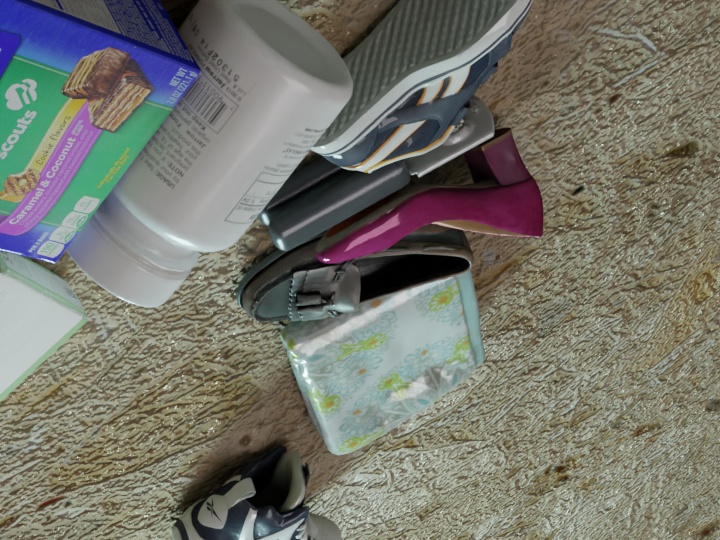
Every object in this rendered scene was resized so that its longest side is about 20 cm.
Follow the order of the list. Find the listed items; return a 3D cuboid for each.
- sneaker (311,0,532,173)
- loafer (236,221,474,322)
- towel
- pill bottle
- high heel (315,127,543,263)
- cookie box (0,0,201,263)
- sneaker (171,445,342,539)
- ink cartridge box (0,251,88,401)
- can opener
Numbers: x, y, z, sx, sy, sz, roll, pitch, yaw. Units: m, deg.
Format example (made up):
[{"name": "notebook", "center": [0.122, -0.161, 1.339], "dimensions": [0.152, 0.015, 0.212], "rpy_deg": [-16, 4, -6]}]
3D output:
[{"name": "sneaker", "center": [0.049, -0.144, 1.176], "dimensions": [0.199, 0.079, 0.079], "rpy_deg": [-35, 144, 19]}, {"name": "loafer", "center": [0.000, 0.000, 1.323], "dimensions": [0.198, 0.063, 0.072], "rpy_deg": [-22, 146, -22]}, {"name": "towel", "center": [0.025, 0.071, 1.451], "dimensions": [0.170, 0.048, 0.201], "rpy_deg": [-31, 147, -10]}, {"name": "pill bottle", "center": [-0.105, -0.078, 1.079], "dimensions": [0.114, 0.115, 0.200], "rpy_deg": [14, 123, -50]}, {"name": "high heel", "center": [0.060, -0.029, 1.302], "dimensions": [0.199, 0.067, 0.097], "rpy_deg": [-29, 107, -18]}, {"name": "cookie box", "center": [-0.222, -0.103, 0.975], "dimensions": [0.199, 0.075, 0.171], "rpy_deg": [15, 123, -49]}, {"name": "sneaker", "center": [-0.064, 0.223, 1.527], "dimensions": [0.198, 0.080, 0.130], "rpy_deg": [18, 129, -40]}, {"name": "ink cartridge box", "center": [-0.294, 0.036, 1.108], "dimensions": [0.145, 0.048, 0.200], "rpy_deg": [-41, 147, 7]}, {"name": "can opener", "center": [0.015, -0.074, 1.254], "dimensions": [0.199, 0.053, 0.067], "rpy_deg": [-28, 148, -13]}]
